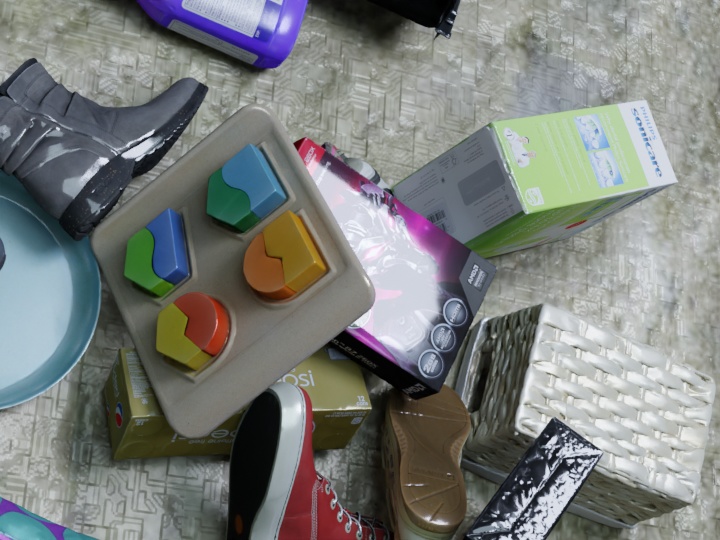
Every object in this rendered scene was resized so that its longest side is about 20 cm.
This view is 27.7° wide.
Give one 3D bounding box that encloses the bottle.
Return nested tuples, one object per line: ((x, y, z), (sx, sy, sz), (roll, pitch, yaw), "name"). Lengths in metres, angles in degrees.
((-0.147, -0.246, 1.256), (0.199, 0.065, 0.084), (21, 69, -17), "bottle")

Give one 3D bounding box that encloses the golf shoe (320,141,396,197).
((-0.026, -0.010, 1.229), (0.092, 0.073, 0.201), (28, 63, -16), "golf shoe")

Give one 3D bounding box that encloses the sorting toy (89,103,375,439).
((-0.104, -0.004, 1.084), (0.200, 0.185, 0.036), (59, 13, 29), "sorting toy")

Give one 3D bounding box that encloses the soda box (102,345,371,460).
((-0.098, 0.103, 1.152), (0.199, 0.068, 0.064), (1, 54, -24), "soda box")

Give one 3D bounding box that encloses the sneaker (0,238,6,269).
((-0.351, -0.045, 1.052), (0.199, 0.081, 0.074), (24, 64, -12), "sneaker")

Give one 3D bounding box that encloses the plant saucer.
((-0.300, 0.013, 1.120), (0.199, 0.027, 0.201), (8, 69, -22), "plant saucer")

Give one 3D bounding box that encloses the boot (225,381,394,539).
((-0.026, 0.176, 1.129), (0.144, 0.072, 0.201), (-2, 112, -27), "boot")

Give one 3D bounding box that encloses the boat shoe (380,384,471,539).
((0.047, 0.158, 1.185), (0.073, 0.063, 0.200), (17, 30, -4), "boat shoe")

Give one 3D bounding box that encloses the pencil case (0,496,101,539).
((-0.261, 0.201, 1.037), (0.200, 0.092, 0.085), (28, 63, -15), "pencil case")

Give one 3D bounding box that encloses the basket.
((0.193, 0.124, 1.257), (0.199, 0.123, 0.136), (24, 65, -17), "basket")

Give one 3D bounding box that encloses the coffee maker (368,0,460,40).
((0.004, -0.306, 1.279), (0.199, 0.192, 0.135), (20, 107, -6), "coffee maker")

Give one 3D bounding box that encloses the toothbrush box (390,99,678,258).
((0.152, -0.075, 1.273), (0.200, 0.145, 0.086), (-14, 79, -40), "toothbrush box")

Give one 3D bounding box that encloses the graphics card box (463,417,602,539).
((0.113, 0.211, 1.139), (0.051, 0.200, 0.126), (36, 61, 11), "graphics card box")

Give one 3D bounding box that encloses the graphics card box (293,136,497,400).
((0.000, 0.000, 1.168), (0.200, 0.051, 0.126), (35, 65, -14), "graphics card box")

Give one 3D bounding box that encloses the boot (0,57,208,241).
((-0.218, -0.128, 1.171), (0.132, 0.070, 0.200), (41, 46, -3), "boot")
